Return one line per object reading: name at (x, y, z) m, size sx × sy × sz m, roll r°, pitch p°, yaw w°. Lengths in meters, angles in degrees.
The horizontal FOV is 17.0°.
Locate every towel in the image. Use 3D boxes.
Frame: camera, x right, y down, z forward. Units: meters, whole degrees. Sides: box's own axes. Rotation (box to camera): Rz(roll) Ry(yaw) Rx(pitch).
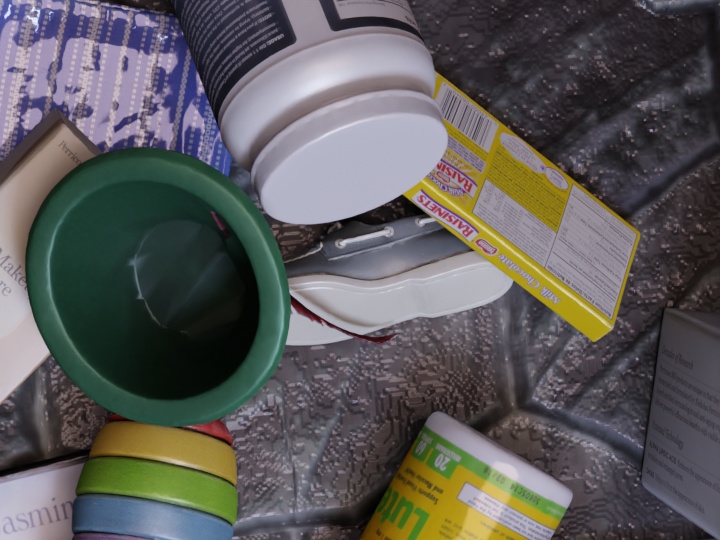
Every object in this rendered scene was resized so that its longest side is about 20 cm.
towel at (-0.176, -0.105, 1.569) m, size 0.199 × 0.024 × 0.146 m, roll 9°, pitch 94°, yaw -12°

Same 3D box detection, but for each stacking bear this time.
stacking bear at (-0.125, 0.129, 1.552) m, size 0.113 × 0.121 × 0.201 m, roll 24°, pitch 69°, yaw -43°

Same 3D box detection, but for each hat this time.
hat at (-0.100, -0.001, 1.525) m, size 0.165 × 0.176 × 0.201 m, roll -16°, pitch 102°, yaw 17°

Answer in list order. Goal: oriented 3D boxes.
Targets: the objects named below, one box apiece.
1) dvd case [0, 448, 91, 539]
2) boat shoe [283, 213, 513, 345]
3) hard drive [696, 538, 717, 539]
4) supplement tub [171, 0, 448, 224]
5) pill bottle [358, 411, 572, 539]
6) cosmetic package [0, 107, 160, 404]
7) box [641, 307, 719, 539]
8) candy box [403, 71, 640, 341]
dvd case at (-0.217, 0.230, 1.595) m, size 0.142 × 0.018 × 0.201 m, roll -13°, pitch 97°, yaw -9°
boat shoe at (0.000, 0.000, 1.606) m, size 0.199 × 0.073 × 0.062 m, roll -10°, pitch 56°, yaw -4°
hard drive at (0.219, 0.291, 1.684) m, size 0.131 × 0.027 × 0.202 m, roll -3°, pitch 95°, yaw -11°
supplement tub at (-0.036, -0.145, 1.497) m, size 0.139 × 0.141 × 0.201 m, roll -17°, pitch 66°, yaw -9°
pill bottle at (0.047, 0.206, 1.598) m, size 0.111 × 0.111 × 0.201 m, roll 30°, pitch 89°, yaw -12°
cosmetic package at (-0.226, 0.005, 1.533) m, size 0.105 × 0.071 × 0.200 m, roll 43°, pitch 91°, yaw -17°
box at (0.314, 0.109, 1.598) m, size 0.198 × 0.200 × 0.132 m, roll 6°, pitch 96°, yaw -11°
candy box at (0.097, -0.047, 1.597) m, size 0.200 × 0.026 × 0.102 m, roll 37°, pitch 44°, yaw -12°
